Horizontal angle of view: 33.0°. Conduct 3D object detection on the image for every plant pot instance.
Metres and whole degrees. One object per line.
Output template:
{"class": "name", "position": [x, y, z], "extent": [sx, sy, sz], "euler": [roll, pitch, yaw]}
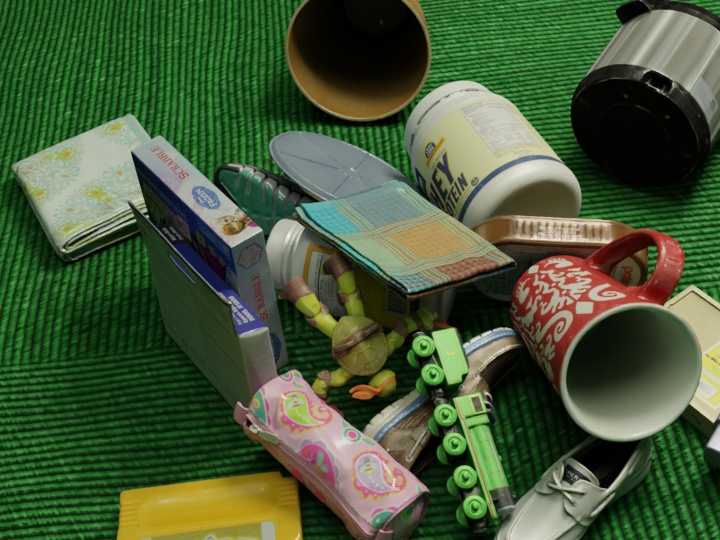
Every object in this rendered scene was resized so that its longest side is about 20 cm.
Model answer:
{"class": "plant pot", "position": [0.009, -0.326, 1.611], "extent": [0.186, 0.187, 0.200], "euler": [1, 32, 8]}

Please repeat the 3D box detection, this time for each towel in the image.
{"class": "towel", "position": [0.044, -0.035, 1.246], "extent": [0.146, 0.022, 0.200], "euler": [-16, 35, -32]}
{"class": "towel", "position": [-0.325, -0.107, 1.509], "extent": [0.171, 0.048, 0.200], "euler": [-24, 47, -17]}

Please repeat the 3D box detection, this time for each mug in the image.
{"class": "mug", "position": [0.241, 0.051, 1.174], "extent": [0.177, 0.134, 0.200], "euler": [-38, 19, 2]}

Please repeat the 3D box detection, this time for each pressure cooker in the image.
{"class": "pressure cooker", "position": [0.364, -0.217, 1.444], "extent": [0.178, 0.176, 0.200], "euler": [23, 55, 22]}

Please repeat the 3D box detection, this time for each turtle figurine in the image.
{"class": "turtle figurine", "position": [-0.015, 0.073, 1.220], "extent": [0.200, 0.064, 0.161], "euler": [-35, 78, 2]}

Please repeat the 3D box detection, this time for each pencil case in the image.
{"class": "pencil case", "position": [-0.028, 0.179, 1.144], "extent": [0.200, 0.088, 0.087], "euler": [39, 60, 25]}

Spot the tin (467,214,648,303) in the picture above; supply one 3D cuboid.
{"class": "tin", "position": [0.206, -0.007, 1.294], "extent": [0.199, 0.112, 0.042], "euler": [3, 55, 3]}

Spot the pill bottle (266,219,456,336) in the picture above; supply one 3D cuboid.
{"class": "pill bottle", "position": [0.000, 0.000, 1.318], "extent": [0.199, 0.109, 0.109], "euler": [12, 48, 18]}

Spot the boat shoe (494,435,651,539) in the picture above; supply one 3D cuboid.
{"class": "boat shoe", "position": [0.195, 0.201, 1.124], "extent": [0.073, 0.065, 0.200], "euler": [31, 56, 32]}

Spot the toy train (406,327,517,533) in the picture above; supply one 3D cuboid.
{"class": "toy train", "position": [0.095, 0.146, 1.139], "extent": [0.056, 0.042, 0.200], "euler": [-11, 66, -14]}

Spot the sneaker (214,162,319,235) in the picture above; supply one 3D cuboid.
{"class": "sneaker", "position": [-0.078, -0.081, 1.451], "extent": [0.200, 0.075, 0.087], "euler": [27, 35, 22]}

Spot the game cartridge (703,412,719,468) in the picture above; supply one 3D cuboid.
{"class": "game cartridge", "position": [0.422, 0.129, 1.154], "extent": [0.129, 0.038, 0.200], "euler": [26, 53, 23]}

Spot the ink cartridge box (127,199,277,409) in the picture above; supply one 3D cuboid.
{"class": "ink cartridge box", "position": [-0.153, 0.041, 1.232], "extent": [0.041, 0.200, 0.200], "euler": [-30, 50, -21]}

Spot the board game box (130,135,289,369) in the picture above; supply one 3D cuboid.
{"class": "board game box", "position": [-0.159, -0.013, 1.287], "extent": [0.041, 0.200, 0.200], "euler": [-31, 49, -22]}

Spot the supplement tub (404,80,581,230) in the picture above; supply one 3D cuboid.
{"class": "supplement tub", "position": [0.145, -0.112, 1.386], "extent": [0.145, 0.145, 0.200], "euler": [-20, 46, -12]}

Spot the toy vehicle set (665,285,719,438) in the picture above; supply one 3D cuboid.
{"class": "toy vehicle set", "position": [0.366, 0.106, 1.225], "extent": [0.124, 0.027, 0.200], "euler": [-30, 49, -22]}

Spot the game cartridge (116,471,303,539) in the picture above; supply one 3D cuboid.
{"class": "game cartridge", "position": [-0.138, 0.278, 1.113], "extent": [0.176, 0.032, 0.200], "euler": [-8, 45, -1]}

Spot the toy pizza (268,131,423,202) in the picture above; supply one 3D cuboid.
{"class": "toy pizza", "position": [-0.017, -0.101, 1.414], "extent": [0.200, 0.032, 0.200], "euler": [22, 24, -10]}

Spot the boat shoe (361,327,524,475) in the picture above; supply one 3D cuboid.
{"class": "boat shoe", "position": [0.096, 0.138, 1.204], "extent": [0.200, 0.072, 0.072], "euler": [-38, 57, -15]}
